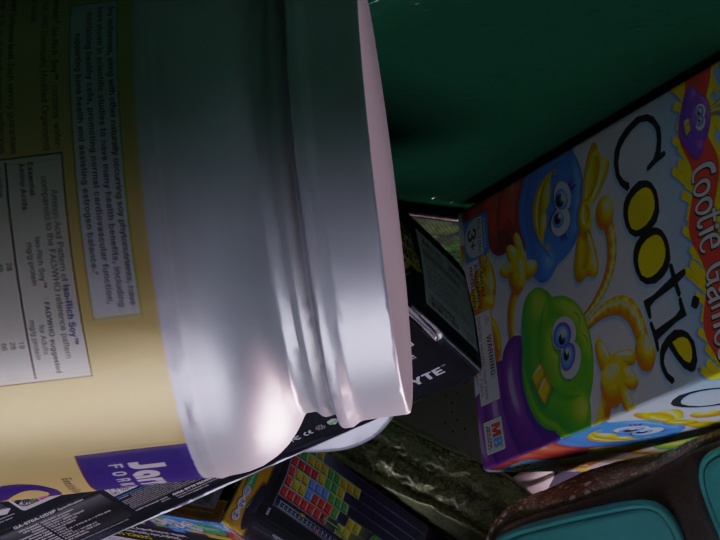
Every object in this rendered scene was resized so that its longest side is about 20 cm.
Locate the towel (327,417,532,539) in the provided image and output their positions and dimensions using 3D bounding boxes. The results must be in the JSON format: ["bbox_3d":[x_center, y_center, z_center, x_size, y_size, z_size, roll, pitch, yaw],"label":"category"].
[{"bbox_3d":[-0.013,0.086,1.324,0.199,0.037,0.148,25,161,-4],"label":"towel"}]

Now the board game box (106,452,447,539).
[{"bbox_3d":[-0.068,0.112,1.316,0.199,0.057,0.165,4,156,44],"label":"board game box"}]

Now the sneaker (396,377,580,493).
[{"bbox_3d":[0.093,0.046,1.298,0.198,0.080,0.130,-1,160,19],"label":"sneaker"}]

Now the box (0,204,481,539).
[{"bbox_3d":[-0.081,0.022,0.987,0.199,0.046,0.159,-25,143,20],"label":"box"}]

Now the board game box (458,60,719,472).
[{"bbox_3d":[0.128,0.003,1.052,0.102,0.106,0.200,1,165,-26],"label":"board game box"}]

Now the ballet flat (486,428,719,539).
[{"bbox_3d":[0.135,0.085,1.072,0.199,0.071,0.065,-11,-168,37],"label":"ballet flat"}]

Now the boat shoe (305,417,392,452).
[{"bbox_3d":[-0.082,0.030,1.150,0.199,0.057,0.069,9,124,-22],"label":"boat shoe"}]

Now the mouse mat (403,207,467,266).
[{"bbox_3d":[0.000,0.000,1.203,0.199,0.008,0.160,7,162,-40],"label":"mouse mat"}]

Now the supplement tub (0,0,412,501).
[{"bbox_3d":[-0.091,-0.011,0.803,0.198,0.147,0.145,-6,167,4],"label":"supplement tub"}]
